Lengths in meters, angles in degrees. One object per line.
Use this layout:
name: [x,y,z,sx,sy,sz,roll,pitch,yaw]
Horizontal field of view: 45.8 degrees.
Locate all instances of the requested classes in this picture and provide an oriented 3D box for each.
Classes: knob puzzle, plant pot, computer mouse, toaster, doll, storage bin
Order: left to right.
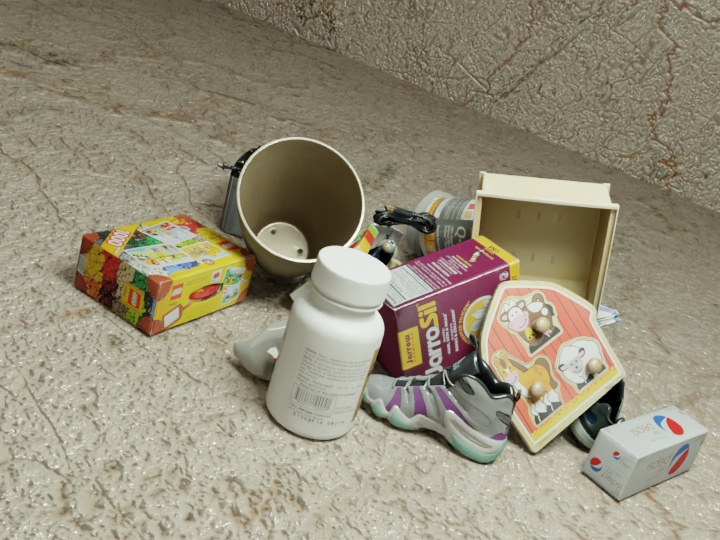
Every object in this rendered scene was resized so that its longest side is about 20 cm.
toaster: [-0.151,-0.130,1.506,0.196,0.121,0.181,18,21,-2]
plant pot: [-0.103,-0.067,1.280,0.183,0.191,0.200,14,-22,-8]
doll: [0.000,0.000,1.340,0.049,0.136,0.200,53,40,-3]
computer mouse: [0.036,-0.050,1.449,0.107,0.200,0.045,8,65,-27]
storage bin: [0.260,-0.032,1.260,0.195,0.203,0.094,6,29,7]
knob puzzle: [0.240,0.102,1.116,0.215,0.225,0.030,13,-11,-12]

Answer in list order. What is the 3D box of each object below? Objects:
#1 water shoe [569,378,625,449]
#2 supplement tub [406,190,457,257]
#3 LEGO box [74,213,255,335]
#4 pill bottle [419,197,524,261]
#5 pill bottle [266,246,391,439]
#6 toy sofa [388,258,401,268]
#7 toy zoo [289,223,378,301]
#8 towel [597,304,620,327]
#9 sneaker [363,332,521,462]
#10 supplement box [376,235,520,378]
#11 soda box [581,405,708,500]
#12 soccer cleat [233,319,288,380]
water shoe: [0.345,0.169,1.210,0.071,0.079,0.201,39,33,-13]
supplement tub: [0.197,-0.050,1.579,0.198,0.135,0.131,31,25,32]
LEGO box: [-0.265,-0.001,1.170,0.147,0.079,0.199,27,24,22]
pill bottle: [0.204,-0.061,1.417,0.197,0.120,0.115,6,9,42]
pill bottle: [-0.034,0.082,0.993,0.112,0.204,0.115,15,22,-6]
toy sofa: [0.128,0.034,1.392,0.196,0.084,0.098,7,25,-26]
toy zoo: [-0.039,-0.009,1.294,0.021,0.130,0.200,53,14,-7]
towel: [0.295,0.063,1.336,0.197,0.024,0.146,-7,23,-39]
sneaker: [0.104,0.135,1.057,0.196,0.143,0.078,21,22,6]
supplement box: [0.116,0.054,1.171,0.196,0.134,0.103,-20,30,-18]
soda box: [0.382,0.239,1.134,0.197,0.069,0.063,-4,30,-43]
soccer cleat: [-0.081,0.089,1.126,0.077,0.071,0.198,27,26,30]
